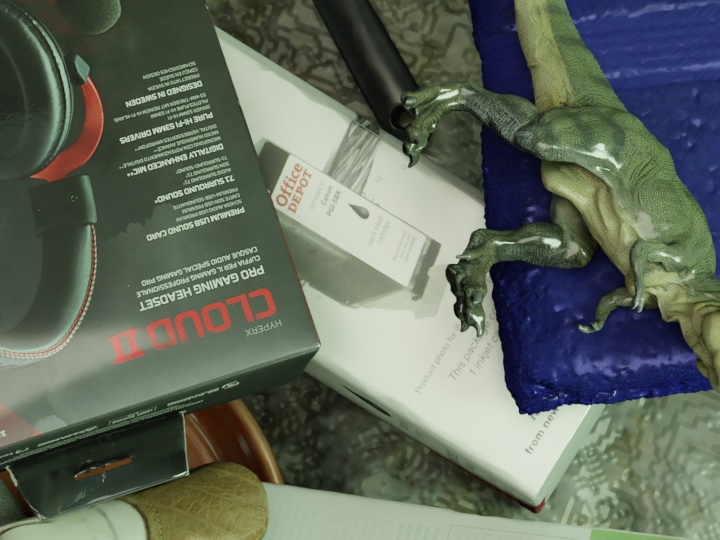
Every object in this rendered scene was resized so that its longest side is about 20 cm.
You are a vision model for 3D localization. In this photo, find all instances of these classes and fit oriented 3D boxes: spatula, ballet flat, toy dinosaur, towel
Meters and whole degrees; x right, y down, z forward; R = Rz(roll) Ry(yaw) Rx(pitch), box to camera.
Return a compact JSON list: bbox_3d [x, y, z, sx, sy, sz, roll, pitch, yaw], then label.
[{"bbox_3d":[-0.026,-0.134,1.131,0.056,0.021,0.200,-32,85,13],"label":"spatula"},{"bbox_3d":[-0.122,0.128,1.013,0.200,0.072,0.068,-39,45,7],"label":"ballet flat"},{"bbox_3d":[0.062,-0.032,0.924,0.088,0.047,0.200,-18,67,-13],"label":"toy dinosaur"},{"bbox_3d":[0.112,-0.053,0.974,0.147,0.050,0.200,-6,69,7],"label":"towel"}]

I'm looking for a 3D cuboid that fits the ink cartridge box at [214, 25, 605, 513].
[{"bbox_3d":[0.000,0.000,1.054,0.200,0.147,0.083,32,86,7],"label":"ink cartridge box"}]

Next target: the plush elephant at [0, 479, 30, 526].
[{"bbox_3d":[-0.207,0.041,1.021,0.155,0.165,0.200,-27,63,-40],"label":"plush elephant"}]

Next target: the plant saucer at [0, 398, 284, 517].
[{"bbox_3d":[-0.124,0.109,1.109,0.200,0.032,0.201,0,84,5],"label":"plant saucer"}]

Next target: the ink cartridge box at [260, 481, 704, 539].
[{"bbox_3d":[0.020,0.153,1.009,0.200,0.048,0.146,6,64,20],"label":"ink cartridge box"}]

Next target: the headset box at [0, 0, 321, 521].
[{"bbox_3d":[-0.109,-0.022,0.937,0.148,0.075,0.200,-16,83,-12],"label":"headset box"}]
